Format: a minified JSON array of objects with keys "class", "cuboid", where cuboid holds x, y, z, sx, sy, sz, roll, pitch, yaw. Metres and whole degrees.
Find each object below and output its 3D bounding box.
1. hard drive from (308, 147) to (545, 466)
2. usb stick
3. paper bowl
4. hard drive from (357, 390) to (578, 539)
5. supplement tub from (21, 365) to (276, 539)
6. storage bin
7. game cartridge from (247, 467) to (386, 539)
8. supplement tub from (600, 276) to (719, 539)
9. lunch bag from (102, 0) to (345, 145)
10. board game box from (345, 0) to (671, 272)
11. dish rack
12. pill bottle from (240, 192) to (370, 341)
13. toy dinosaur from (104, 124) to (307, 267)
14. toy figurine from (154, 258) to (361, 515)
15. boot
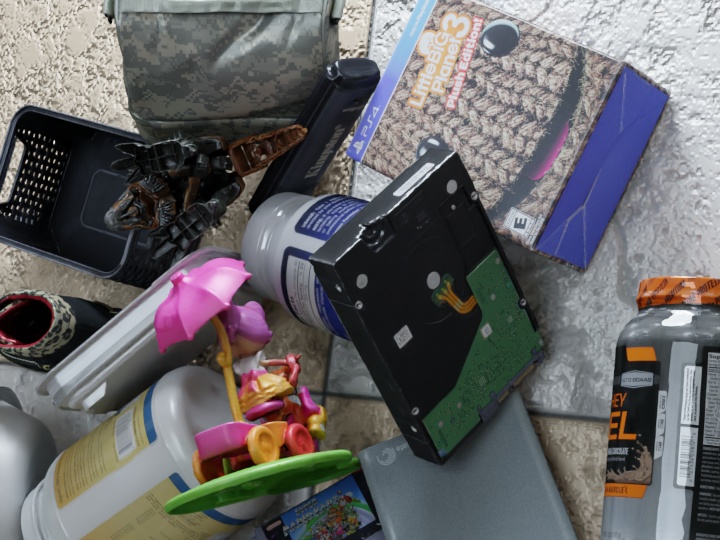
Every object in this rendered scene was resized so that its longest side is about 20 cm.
[{"class":"hard drive","cuboid":[0.056,0.028,1.173,0.140,0.201,0.038,-43,32,-24]},{"class":"usb stick","cuboid":[-0.041,-0.107,1.328,0.033,0.055,0.200,64,143,25]},{"class":"paper bowl","cuboid":[-0.342,0.205,1.431,0.104,0.201,0.202,2,80,6]},{"class":"hard drive","cuboid":[0.093,0.207,1.198,0.139,0.033,0.201,-21,63,3]},{"class":"supplement tub","cuboid":[-0.183,0.190,1.352,0.200,0.144,0.145,-36,63,22]},{"class":"storage bin","cuboid":[-0.250,-0.068,1.484,0.199,0.094,0.136,17,90,36]},{"class":"game cartridge","cuboid":[0.001,0.230,1.245,0.199,0.038,0.130,-30,67,-2]},{"class":"supplement tub","cuboid":[0.237,0.111,1.104,0.122,0.122,0.202,0,79,33]},{"class":"lunch bag","cuboid":[-0.108,-0.195,1.333,0.198,0.168,0.140,0,76,2]},{"class":"board game box","cuboid":[0.116,-0.117,1.248,0.199,0.097,0.160,29,96,34]},{"class":"dish rack","cuboid":[-0.170,0.062,1.350,0.200,0.172,0.044,-39,77,9]},{"class":"pill bottle","cuboid":[0.000,0.000,1.284,0.199,0.115,0.116,18,90,42]},{"class":"toy dinosaur","cuboid":[-0.140,-0.082,1.317,0.102,0.136,0.200,46,114,3]},{"class":"toy figurine","cuboid":[-0.089,0.082,1.234,0.149,0.200,0.185,-23,76,27]},{"class":"boot","cuboid":[-0.300,0.054,1.454,0.202,0.153,0.074,0,80,33]}]
